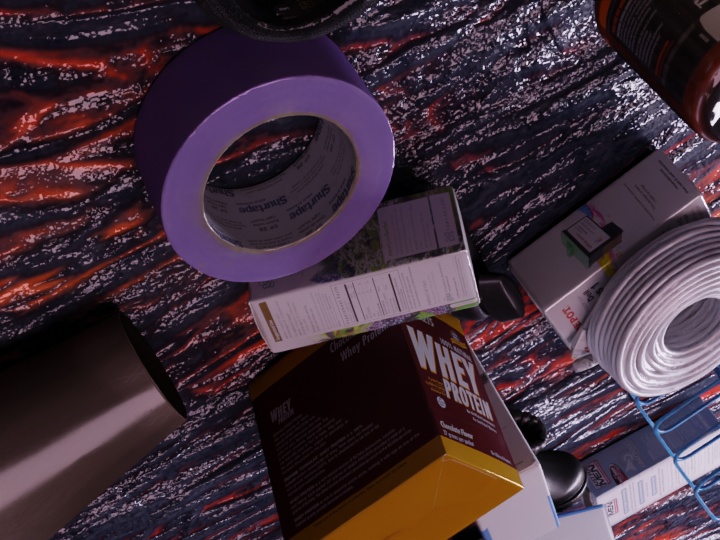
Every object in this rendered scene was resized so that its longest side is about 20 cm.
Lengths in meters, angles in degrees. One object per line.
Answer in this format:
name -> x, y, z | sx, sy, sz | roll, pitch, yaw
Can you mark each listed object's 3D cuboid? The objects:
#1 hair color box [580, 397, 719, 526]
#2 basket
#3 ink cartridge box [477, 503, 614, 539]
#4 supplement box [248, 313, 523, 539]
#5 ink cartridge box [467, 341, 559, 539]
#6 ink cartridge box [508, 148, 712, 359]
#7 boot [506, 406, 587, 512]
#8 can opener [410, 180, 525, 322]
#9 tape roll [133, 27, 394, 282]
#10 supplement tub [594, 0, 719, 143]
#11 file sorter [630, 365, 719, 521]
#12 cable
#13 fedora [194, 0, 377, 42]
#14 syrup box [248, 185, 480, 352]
hair color box -> 0.394, 0.264, 1.612 | 0.198, 0.061, 0.100 | -28, 139, -6
basket -> -0.263, 0.140, 1.040 | 0.199, 0.136, 0.181 | -33, 134, -4
ink cartridge box -> 0.220, 0.373, 1.532 | 0.144, 0.086, 0.200 | -9, 162, -22
supplement box -> 0.019, 0.159, 1.152 | 0.197, 0.202, 0.132 | -38, 139, 23
ink cartridge box -> 0.122, 0.179, 1.257 | 0.083, 0.201, 0.146 | -27, 139, -1
ink cartridge box -> 0.276, -0.008, 1.255 | 0.199, 0.084, 0.145 | -37, 139, 7
boot -> 0.204, 0.229, 1.448 | 0.208, 0.080, 0.159 | -8, 134, -24
can opener -> 0.096, -0.018, 1.161 | 0.078, 0.064, 0.200 | -16, 134, 24
tape roll -> -0.077, -0.093, 0.958 | 0.197, 0.085, 0.202 | -16, 137, -16
supplement tub -> 0.262, -0.202, 0.969 | 0.106, 0.201, 0.108 | -17, 138, -16
file sorter -> 0.420, 0.181, 1.443 | 0.122, 0.201, 0.139 | -35, 139, 9
cable -> 0.327, 0.040, 1.215 | 0.197, 0.070, 0.202 | -7, 134, -25
fedora -> -0.045, -0.261, 0.807 | 0.198, 0.092, 0.202 | -17, 137, -17
syrup box -> 0.000, 0.000, 1.061 | 0.197, 0.080, 0.082 | -14, 139, 6
